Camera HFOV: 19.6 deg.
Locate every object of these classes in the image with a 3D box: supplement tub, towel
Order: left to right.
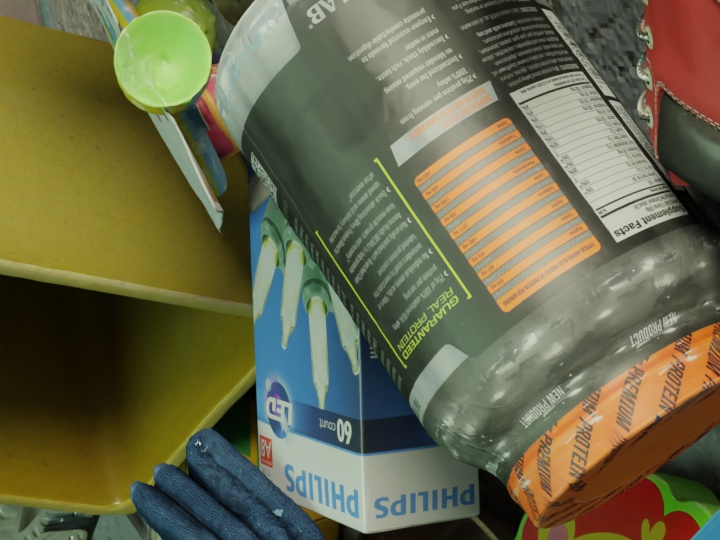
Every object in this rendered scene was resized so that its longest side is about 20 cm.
[{"bbox_3d":[-0.033,0.170,0.942,0.112,0.048,0.201,35,153,44],"label":"towel"},{"bbox_3d":[0.046,-0.019,0.730,0.201,0.122,0.123,57,150,17],"label":"supplement tub"}]

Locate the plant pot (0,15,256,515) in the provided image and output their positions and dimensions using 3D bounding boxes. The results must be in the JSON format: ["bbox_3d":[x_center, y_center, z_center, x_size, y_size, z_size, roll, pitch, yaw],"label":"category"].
[{"bbox_3d":[-0.170,-0.017,1.059,0.196,0.193,0.201,-47,45,40],"label":"plant pot"}]

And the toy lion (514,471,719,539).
[{"bbox_3d":[0.097,0.178,0.756,0.192,0.068,0.200,-62,36,16],"label":"toy lion"}]

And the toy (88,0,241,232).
[{"bbox_3d":[-0.070,-0.078,0.850,0.116,0.047,0.200,62,179,-1],"label":"toy"}]

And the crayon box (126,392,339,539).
[{"bbox_3d":[-0.067,0.142,1.134,0.200,0.051,0.127,49,145,41],"label":"crayon box"}]

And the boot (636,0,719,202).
[{"bbox_3d":[0.093,-0.110,0.662,0.200,0.072,0.145,52,148,30],"label":"boot"}]

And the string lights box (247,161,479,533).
[{"bbox_3d":[0.000,0.000,0.878,0.103,0.059,0.201,9,103,61],"label":"string lights box"}]

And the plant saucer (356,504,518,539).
[{"bbox_3d":[0.062,0.186,0.926,0.200,0.036,0.201,41,139,49],"label":"plant saucer"}]

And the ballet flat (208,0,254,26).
[{"bbox_3d":[-0.097,-0.187,0.993,0.200,0.057,0.067,58,151,27],"label":"ballet flat"}]

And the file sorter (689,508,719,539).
[{"bbox_3d":[0.165,0.130,0.599,0.139,0.122,0.200,62,151,22],"label":"file sorter"}]

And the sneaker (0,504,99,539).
[{"bbox_3d":[-0.179,0.135,1.239,0.130,0.079,0.200,76,-154,-69],"label":"sneaker"}]
